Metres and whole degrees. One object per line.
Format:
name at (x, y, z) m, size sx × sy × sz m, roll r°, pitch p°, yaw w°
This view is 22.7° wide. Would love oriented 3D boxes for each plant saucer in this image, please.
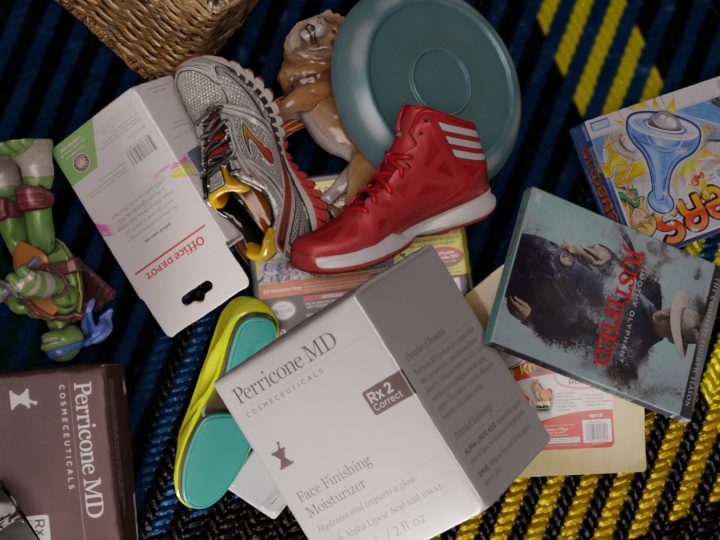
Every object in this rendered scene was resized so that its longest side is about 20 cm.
plant saucer at (0.067, -0.166, 1.601) m, size 0.200 × 0.027 × 0.201 m, roll 8°, pitch 74°, yaw -29°

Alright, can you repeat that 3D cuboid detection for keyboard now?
keyboard at (-0.041, 0.134, 1.610) m, size 0.056 × 0.011 × 0.200 m, roll 36°, pitch 100°, yaw -7°

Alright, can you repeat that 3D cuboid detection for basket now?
basket at (-0.185, -0.292, 1.629) m, size 0.200 × 0.149 × 0.143 m, roll 41°, pitch 53°, yaw 1°

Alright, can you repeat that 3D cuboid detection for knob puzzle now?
knob puzzle at (0.157, 0.080, 1.582) m, size 0.219 × 0.030 × 0.220 m, roll 1°, pitch 96°, yaw 8°

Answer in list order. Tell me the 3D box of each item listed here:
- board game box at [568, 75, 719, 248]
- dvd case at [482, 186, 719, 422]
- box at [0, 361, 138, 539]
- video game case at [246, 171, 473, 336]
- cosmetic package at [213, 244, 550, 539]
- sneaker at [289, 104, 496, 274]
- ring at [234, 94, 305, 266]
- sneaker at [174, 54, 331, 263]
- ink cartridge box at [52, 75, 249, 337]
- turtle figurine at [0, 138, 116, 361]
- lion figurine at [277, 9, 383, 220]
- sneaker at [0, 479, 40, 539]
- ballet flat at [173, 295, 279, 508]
board game box at (0.301, -0.097, 1.620) m, size 0.200 × 0.034 × 0.136 m, roll -20°, pitch 88°, yaw -21°
dvd case at (0.212, 0.030, 1.535) m, size 0.200 × 0.022 × 0.146 m, roll 23°, pitch 73°, yaw -17°
box at (-0.303, 0.169, 1.548) m, size 0.199 × 0.164 × 0.166 m, roll -6°, pitch 87°, yaw -2°
video game case at (0.000, 0.000, 1.620) m, size 0.199 × 0.026 × 0.181 m, roll -7°, pitch 88°, yaw -2°
cosmetic package at (0.021, 0.117, 1.486) m, size 0.165 × 0.165 × 0.200 m, roll -33°, pitch 90°, yaw 29°
sneaker at (0.018, -0.077, 1.517) m, size 0.200 × 0.078 × 0.116 m, roll -23°, pitch 112°, yaw -29°
ring at (-0.028, -0.070, 1.644) m, size 0.200 × 0.019 × 0.201 m, roll 0°, pitch 88°, yaw -2°
sneaker at (-0.102, -0.097, 1.535) m, size 0.082 × 0.078 × 0.200 m, roll -23°, pitch 79°, yaw -47°
ink cartridge box at (-0.170, -0.056, 1.590) m, size 0.117 × 0.067 × 0.200 m, roll -32°, pitch 88°, yaw 31°
turtle figurine at (-0.321, -0.011, 1.569) m, size 0.199 × 0.144 × 0.195 m, roll -8°, pitch 85°, yaw -6°
lion figurine at (-0.019, -0.128, 1.598) m, size 0.122 × 0.072 × 0.200 m, roll -31°, pitch 87°, yaw -18°
sneaker at (-0.352, 0.175, 1.433) m, size 0.106 × 0.075 × 0.200 m, roll -40°, pitch 99°, yaw -8°
ballet flat at (-0.123, 0.114, 1.601) m, size 0.067 × 0.067 × 0.200 m, roll 10°, pitch 108°, yaw -29°
